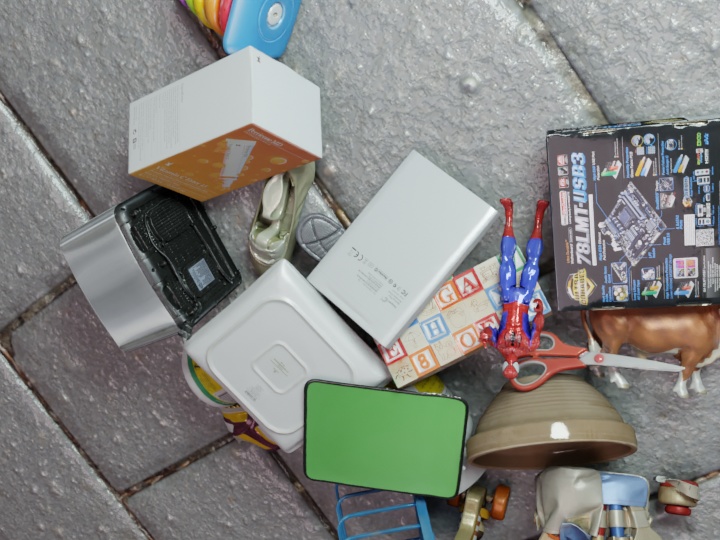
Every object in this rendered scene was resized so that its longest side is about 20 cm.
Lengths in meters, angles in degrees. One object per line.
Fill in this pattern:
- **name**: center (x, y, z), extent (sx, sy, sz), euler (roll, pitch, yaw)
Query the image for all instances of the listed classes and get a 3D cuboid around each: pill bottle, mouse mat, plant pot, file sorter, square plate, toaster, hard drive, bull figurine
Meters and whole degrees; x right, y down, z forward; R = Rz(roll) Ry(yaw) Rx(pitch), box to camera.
- **pill bottle**: center (0.074, 0.192, 1.147), extent (0.113, 0.113, 0.200), euler (-38, 95, 30)
- **mouse mat**: center (0.028, 0.209, 1.088), extent (0.200, 0.008, 0.161), euler (6, 119, 6)
- **plant pot**: center (0.224, 0.180, 1.069), extent (0.201, 0.201, 0.093), euler (-15, 66, 27)
- **pill bottle**: center (-0.132, 0.097, 1.180), extent (0.200, 0.113, 0.113), euler (-28, 100, 30)
- **file sorter**: center (0.037, 0.368, 1.170), extent (0.123, 0.200, 0.139), euler (-11, 110, 0)
- **square plate**: center (-0.094, 0.115, 1.087), extent (0.198, 0.028, 0.200), euler (-39, 99, 25)
- **toaster**: center (-0.266, -0.007, 1.148), extent (0.119, 0.200, 0.181), euler (-24, 103, 24)
- **hard drive**: center (0.048, -0.026, 1.036), extent (0.132, 0.027, 0.200), euler (40, 91, 23)
- **bull figurine**: center (0.350, 0.078, 1.007), extent (0.200, 0.065, 0.122), euler (9, 99, 23)

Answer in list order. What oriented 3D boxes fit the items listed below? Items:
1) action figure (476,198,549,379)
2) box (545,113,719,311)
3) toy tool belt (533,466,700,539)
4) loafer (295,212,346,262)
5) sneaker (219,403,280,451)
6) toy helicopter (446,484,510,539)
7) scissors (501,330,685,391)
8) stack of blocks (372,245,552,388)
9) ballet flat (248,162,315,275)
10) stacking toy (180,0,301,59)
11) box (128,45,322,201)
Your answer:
- **action figure**: center (0.168, 0.018, 0.963), extent (0.065, 0.099, 0.200), euler (4, 86, 14)
- **box**: center (0.304, -0.059, 0.949), extent (0.198, 0.050, 0.200), euler (-4, 103, 14)
- **toy tool belt**: center (0.311, 0.312, 1.090), extent (0.200, 0.125, 0.123), euler (5, 75, 7)
- **loafer**: center (0.000, 0.000, 1.133), extent (0.200, 0.063, 0.072), euler (44, 91, -7)
- **sneaker**: center (-0.103, 0.210, 1.256), extent (0.200, 0.075, 0.090), euler (-1, 120, 29)
- **toy helicopter**: center (0.132, 0.353, 1.143), extent (0.079, 0.200, 0.132), euler (13, 99, 16)
- **scissors**: center (0.258, 0.093, 1.007), extent (0.200, 0.073, 0.014), euler (-10, 147, 20)
- **stack of blocks**: center (0.111, 0.044, 1.052), extent (0.200, 0.059, 0.115), euler (-27, 78, 9)
- **ballet flat**: center (-0.112, -0.065, 1.136), extent (0.069, 0.069, 0.200), euler (23, 119, 11)
- **stacking toy**: center (-0.173, -0.331, 1.037), extent (0.200, 0.116, 0.110), euler (29, 112, 25)
- **box**: center (-0.161, -0.166, 1.050), extent (0.200, 0.124, 0.098), euler (-15, 69, 33)
